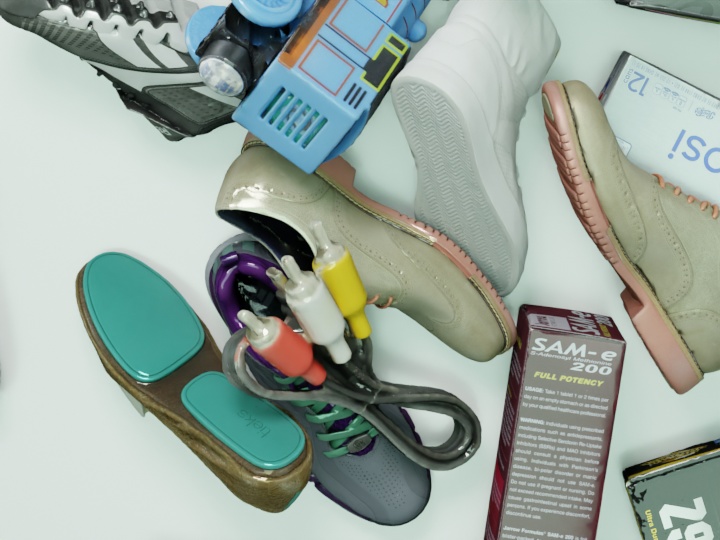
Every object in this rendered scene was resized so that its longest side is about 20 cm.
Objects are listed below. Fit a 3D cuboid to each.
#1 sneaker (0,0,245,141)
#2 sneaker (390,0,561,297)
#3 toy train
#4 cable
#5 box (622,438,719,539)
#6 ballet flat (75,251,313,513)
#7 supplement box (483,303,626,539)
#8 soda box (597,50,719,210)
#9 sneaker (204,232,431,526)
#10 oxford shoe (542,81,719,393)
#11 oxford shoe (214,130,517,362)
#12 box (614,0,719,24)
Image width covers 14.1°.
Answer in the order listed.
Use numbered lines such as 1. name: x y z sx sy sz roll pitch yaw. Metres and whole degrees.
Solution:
1. sneaker: -0.119 -0.118 1.682 0.199 0.067 0.091 11 117 -17
2. sneaker: 0.081 -0.081 1.671 0.073 0.200 0.116 21 59 24
3. toy train: -0.016 -0.154 1.638 0.114 0.087 0.200 37 53 -7
4. cable: -0.003 0.066 1.653 0.097 0.050 0.200 -49 121 -11
5. box: 0.259 0.190 1.728 0.159 0.049 0.201 -17 95 5
6. ballet flat: -0.100 0.073 1.705 0.068 0.073 0.200 -34 59 -28
7. supplement box: 0.108 0.127 1.694 0.061 0.109 0.201 8 97 0
8. soda box: 0.227 -0.055 1.692 0.199 0.068 0.064 27 96 -2
9. sneaker: -0.030 0.072 1.702 0.074 0.088 0.200 -36 94 5
10. oxford shoe: 0.164 -0.030 1.638 0.074 0.071 0.200 -27 114 5
11. oxford shoe: 0.000 0.000 1.688 0.200 0.071 0.074 36 60 -7
12. box: 0.233 -0.237 1.646 0.148 0.124 0.201 10 97 0
